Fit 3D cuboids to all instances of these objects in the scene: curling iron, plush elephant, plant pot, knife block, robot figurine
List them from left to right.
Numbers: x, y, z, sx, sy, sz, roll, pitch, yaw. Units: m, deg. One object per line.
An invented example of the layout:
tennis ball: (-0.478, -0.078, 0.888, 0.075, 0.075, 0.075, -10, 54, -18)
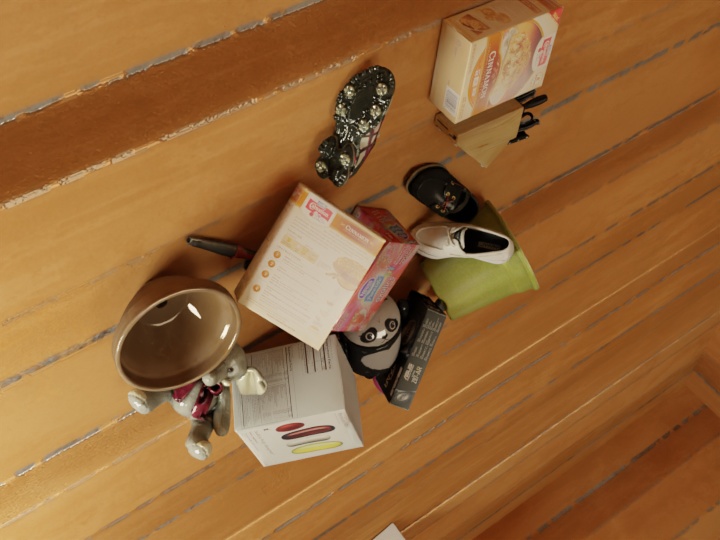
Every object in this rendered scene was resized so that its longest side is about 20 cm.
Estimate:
plant pot: (-0.285, 0.077, 1.436, 0.198, 0.093, 0.203, -22, 139, -20)
plush elephant: (-0.245, 0.177, 1.565, 0.155, 0.164, 0.200, -46, -178, 34)
curling iron: (-0.200, -0.021, 1.493, 0.050, 0.026, 0.199, -52, 149, 9)
robot figurine: (0.019, 0.125, 1.838, 0.202, 0.122, 0.152, 88, 17, -53)
plant pot: (0.223, -0.003, 1.884, 0.182, 0.202, 0.201, -31, 150, 3)
knife block: (0.237, -0.274, 1.660, 0.176, 0.064, 0.199, -50, 149, 11)

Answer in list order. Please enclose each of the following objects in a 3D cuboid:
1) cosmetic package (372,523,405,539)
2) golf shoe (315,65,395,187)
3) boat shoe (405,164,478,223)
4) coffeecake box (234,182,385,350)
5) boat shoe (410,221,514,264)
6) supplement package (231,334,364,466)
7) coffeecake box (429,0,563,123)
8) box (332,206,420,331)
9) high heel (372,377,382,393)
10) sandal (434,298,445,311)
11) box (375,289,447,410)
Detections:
cosmetic package: (0.085, 0.898, 2.819, 0.199, 0.200, 0.124, -35, 149, -11)
golf shoe: (-0.002, -0.224, 1.449, 0.202, 0.077, 0.088, -59, 166, 29)
boat shoe: (0.152, -0.137, 1.736, 0.074, 0.063, 0.200, -49, 148, 15)
coffeecake box: (-0.080, -0.007, 1.489, 0.152, 0.073, 0.202, 31, 94, -17)
boat shoe: (0.184, -0.054, 1.764, 0.066, 0.196, 0.073, 61, 44, -73)
supplement package: (-0.112, 0.240, 1.735, 0.196, 0.150, 0.192, -13, 149, 6)
coffeecake box: (0.215, -0.346, 1.534, 0.198, 0.073, 0.155, -27, 145, -27)
box: (0.000, 0.000, 1.684, 0.094, 0.103, 0.201, 3, 128, -51)
high heel: (0.089, 0.166, 2.005, 0.067, 0.096, 0.202, 1, 129, -50)
sandal: (0.222, 0.011, 2.034, 0.200, 0.043, 0.076, -45, 159, -17)
box: (0.098, 0.155, 1.902, 0.043, 0.160, 0.203, 20, 98, -13)
